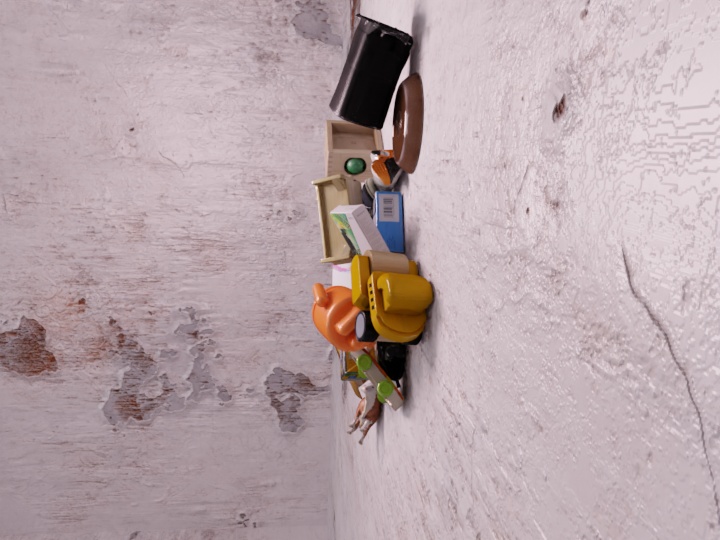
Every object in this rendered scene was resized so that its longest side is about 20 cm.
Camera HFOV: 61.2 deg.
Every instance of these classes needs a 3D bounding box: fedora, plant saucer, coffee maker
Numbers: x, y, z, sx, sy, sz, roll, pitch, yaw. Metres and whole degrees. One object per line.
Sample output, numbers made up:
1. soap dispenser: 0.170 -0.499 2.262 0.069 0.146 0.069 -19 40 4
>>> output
1. fedora: -0.009 0.268 1.740 0.201 0.081 0.203 157 90 -83
2. plant saucer: 0.092 -0.301 1.251 0.200 0.034 0.203 -179 90 -85
3. coffee maker: 0.016 -0.403 1.251 0.192 0.133 0.202 -74 4 -67

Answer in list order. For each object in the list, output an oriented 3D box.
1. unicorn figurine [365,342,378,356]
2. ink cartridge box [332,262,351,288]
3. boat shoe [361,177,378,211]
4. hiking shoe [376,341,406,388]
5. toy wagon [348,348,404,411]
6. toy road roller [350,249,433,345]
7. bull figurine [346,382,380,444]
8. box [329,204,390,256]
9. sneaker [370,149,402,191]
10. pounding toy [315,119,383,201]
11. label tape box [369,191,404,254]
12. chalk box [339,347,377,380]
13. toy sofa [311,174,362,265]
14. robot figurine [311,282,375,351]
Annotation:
1. unicorn figurine: 0.013 0.098 1.398 0.201 0.137 0.074 54 154 8
2. ink cartridge box: 0.000 0.000 1.520 0.144 0.084 0.203 5 -96 -57
3. boat shoe: 0.025 -0.176 1.513 0.200 0.062 0.075 45 -158 -82
4. hiking shoe: 0.066 0.139 1.269 0.101 0.075 0.203 -133 30 -68
5. toy wagon: 0.019 0.213 1.300 0.201 0.039 0.155 51 170 14
6. toy road roller: 0.064 0.035 1.111 0.146 0.121 0.202 123 148 -52
7. bull figurine: 0.015 0.380 1.625 0.122 0.065 0.201 -56 -19 -28
8. box: 0.017 -0.046 1.293 0.201 0.036 0.144 61 164 -15
9. sneaker: 0.063 -0.213 1.393 0.201 0.075 0.093 -87 -8 -66
10. pounding toy: -0.035 -0.307 1.720 0.143 0.181 0.202 97 171 -46
11. label tape box: 0.053 -0.079 1.428 0.200 0.065 0.145 116 154 -71
12. chalk box: 0.013 0.203 1.499 0.200 0.122 0.127 110 159 -74
13. toy sofa: -0.046 -0.117 1.417 0.097 0.082 0.203 -2 -96 -61
14. robot figurine: -0.035 0.094 1.246 0.200 0.142 0.118 -154 73 -68
